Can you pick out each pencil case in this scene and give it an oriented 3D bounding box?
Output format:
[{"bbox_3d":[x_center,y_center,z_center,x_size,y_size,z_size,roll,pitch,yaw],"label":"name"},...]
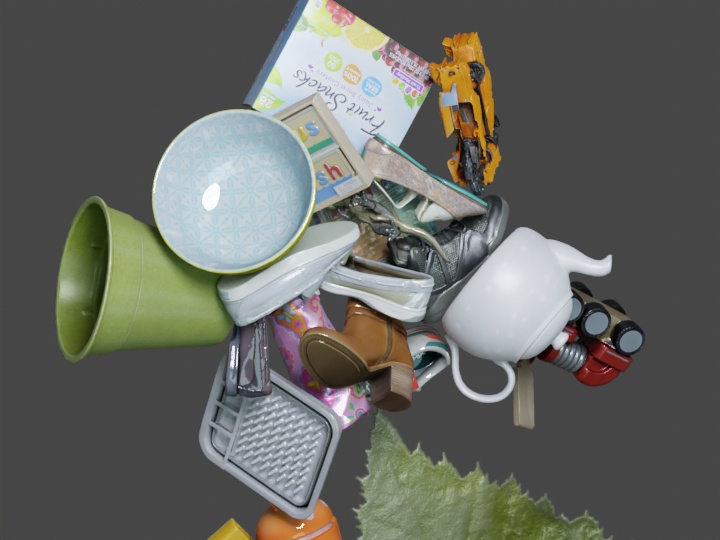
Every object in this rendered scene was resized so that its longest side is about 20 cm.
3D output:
[{"bbox_3d":[-0.057,0.119,1.513,0.087,0.087,0.201,-25,93,-9],"label":"pencil case"}]

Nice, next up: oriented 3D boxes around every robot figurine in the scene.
[{"bbox_3d":[-0.077,0.400,1.570,0.143,0.117,0.202,-18,90,-19],"label":"robot figurine"},{"bbox_3d":[0.143,-0.201,1.499,0.058,0.145,0.201,1,126,22],"label":"robot figurine"}]

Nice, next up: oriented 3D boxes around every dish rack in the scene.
[{"bbox_3d":[-0.115,0.213,1.501,0.043,0.199,0.173,-20,135,-56],"label":"dish rack"}]

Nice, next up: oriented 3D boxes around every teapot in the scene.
[{"bbox_3d":[0.211,0.054,1.511,0.146,0.200,0.197,42,58,8],"label":"teapot"}]

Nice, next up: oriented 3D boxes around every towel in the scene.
[{"bbox_3d":[0.038,-0.033,1.562,0.146,0.022,0.201,-32,110,-8],"label":"towel"}]

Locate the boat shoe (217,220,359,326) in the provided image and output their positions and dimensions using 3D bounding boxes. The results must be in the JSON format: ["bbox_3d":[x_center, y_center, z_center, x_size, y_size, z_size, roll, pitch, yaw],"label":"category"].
[{"bbox_3d":[-0.084,0.004,1.415,0.200,0.070,0.072,-29,120,-22],"label":"boat shoe"}]

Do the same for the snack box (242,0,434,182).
[{"bbox_3d":[-0.025,-0.236,1.466,0.199,0.068,0.170,29,91,-20],"label":"snack box"}]

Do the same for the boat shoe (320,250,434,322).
[{"bbox_3d":[0.000,0.001,1.493,0.201,0.074,0.065,25,114,16],"label":"boat shoe"}]

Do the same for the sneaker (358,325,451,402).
[{"bbox_3d":[0.035,0.142,1.565,0.198,0.093,0.071,-24,109,-10],"label":"sneaker"}]

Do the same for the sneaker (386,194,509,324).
[{"bbox_3d":[0.113,-0.035,1.533,0.114,0.076,0.200,38,95,-27],"label":"sneaker"}]

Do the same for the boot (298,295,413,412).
[{"bbox_3d":[-0.003,0.079,1.474,0.199,0.156,0.077,28,132,-32],"label":"boot"}]

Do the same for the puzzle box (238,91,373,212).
[{"bbox_3d":[-0.098,-0.127,1.435,0.199,0.025,0.133,-24,112,29],"label":"puzzle box"}]

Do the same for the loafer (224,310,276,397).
[{"bbox_3d":[-0.133,0.064,1.458,0.062,0.072,0.202,7,80,-3],"label":"loafer"}]

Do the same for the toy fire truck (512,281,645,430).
[{"bbox_3d":[0.292,0.129,1.635,0.175,0.129,0.201,26,107,-21],"label":"toy fire truck"}]

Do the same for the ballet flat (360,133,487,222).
[{"bbox_3d":[0.076,-0.104,1.475,0.199,0.068,0.068,29,94,-24],"label":"ballet flat"}]

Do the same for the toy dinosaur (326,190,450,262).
[{"bbox_3d":[0.026,-0.065,1.461,0.199,0.088,0.048,27,91,12],"label":"toy dinosaur"}]

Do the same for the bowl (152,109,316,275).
[{"bbox_3d":[-0.145,-0.083,1.382,0.198,0.108,0.202,-1,77,6],"label":"bowl"}]

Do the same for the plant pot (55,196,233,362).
[{"bbox_3d":[-0.257,0.024,1.412,0.189,0.200,0.202,10,101,-30],"label":"plant pot"}]

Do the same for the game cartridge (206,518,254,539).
[{"bbox_3d":[-0.199,0.478,1.611,0.200,0.032,0.177,-42,111,-5],"label":"game cartridge"}]
